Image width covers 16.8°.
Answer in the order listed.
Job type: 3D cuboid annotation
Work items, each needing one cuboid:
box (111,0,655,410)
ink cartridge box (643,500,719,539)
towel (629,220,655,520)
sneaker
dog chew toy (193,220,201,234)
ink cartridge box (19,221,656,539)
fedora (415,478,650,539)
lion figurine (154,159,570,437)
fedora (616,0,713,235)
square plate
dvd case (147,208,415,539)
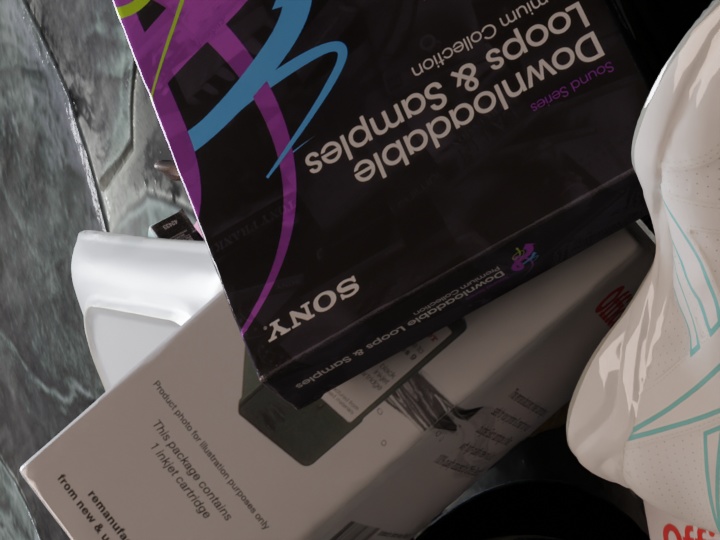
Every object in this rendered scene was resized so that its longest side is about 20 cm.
[{"bbox_3d":[0.001,-0.077,0.745,0.036,0.142,0.201,37,-154,-61],"label":"box"},{"bbox_3d":[0.171,0.158,0.768,0.145,0.083,0.202,176,84,-68],"label":"ink cartridge box"},{"bbox_3d":[0.105,-0.007,0.924,0.133,0.034,0.201,110,143,-54],"label":"towel"},{"bbox_3d":[0.115,-0.002,0.661,0.080,0.070,0.201,36,141,28],"label":"sneaker"},{"bbox_3d":[-0.006,-0.011,1.089,0.200,0.124,0.125,-50,54,54],"label":"dog chew toy"},{"bbox_3d":[0.005,0.036,0.813,0.084,0.200,0.146,50,-177,14],"label":"ink cartridge box"},{"bbox_3d":[0.093,0.170,0.866,0.091,0.199,0.202,-21,81,53],"label":"fedora"},{"bbox_3d":[0.000,0.000,0.943,0.200,0.072,0.123,41,154,7],"label":"lion figurine"},{"bbox_3d":[0.133,-0.088,0.737,0.200,0.090,0.178,50,146,39],"label":"fedora"},{"bbox_3d":[-0.059,0.081,1.024,0.200,0.028,0.199,6,118,64],"label":"square plate"},{"bbox_3d":[-0.038,0.090,1.050,0.200,0.022,0.146,53,154,24],"label":"dvd case"}]
